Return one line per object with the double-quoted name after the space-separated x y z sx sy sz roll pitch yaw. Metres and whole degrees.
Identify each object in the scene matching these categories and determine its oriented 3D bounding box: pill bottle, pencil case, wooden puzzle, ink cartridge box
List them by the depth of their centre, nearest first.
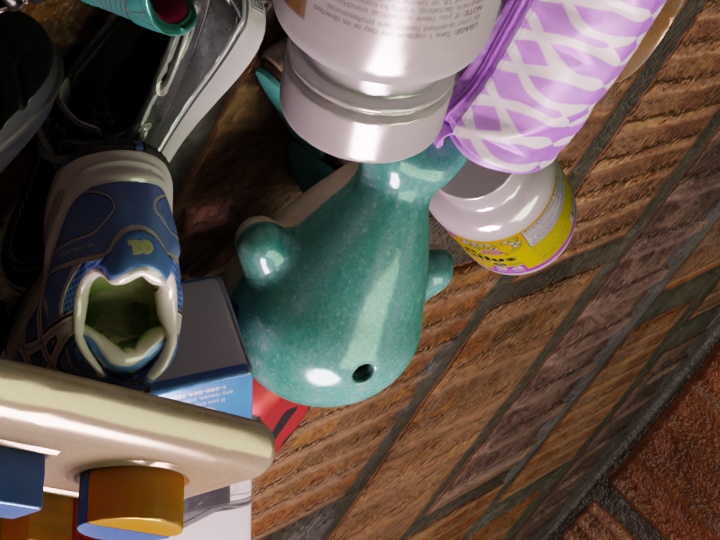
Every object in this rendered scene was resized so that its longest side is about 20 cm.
0.016 -0.156 0.689 0.114 0.114 0.201 -31 150 -35 "pill bottle"
-0.169 0.110 0.695 0.185 0.047 0.199 20 144 -41 "wooden puzzle"
0.110 -0.140 0.750 0.085 0.084 0.200 -12 146 -33 "pencil case"
-0.143 0.113 0.858 0.144 0.084 0.201 -12 137 -16 "ink cartridge box"
0.106 -0.065 1.100 0.104 0.104 0.200 -46 160 2 "pill bottle"

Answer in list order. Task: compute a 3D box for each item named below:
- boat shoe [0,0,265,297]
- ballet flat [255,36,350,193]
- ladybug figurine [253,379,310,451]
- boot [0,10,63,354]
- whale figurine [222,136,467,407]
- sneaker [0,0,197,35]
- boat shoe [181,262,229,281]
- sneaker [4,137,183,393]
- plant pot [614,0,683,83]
-0.126 -0.067 0.686 0.200 0.072 0.068 -49 154 18 "boat shoe"
-0.011 -0.089 0.880 0.067 0.068 0.200 -44 161 -11 "ballet flat"
-0.087 0.098 1.078 0.135 0.072 0.201 -18 147 -52 "ladybug figurine"
-0.197 -0.014 0.634 0.200 0.077 0.168 -37 156 -5 "boot"
0.000 0.000 0.849 0.158 0.104 0.200 10 127 -36 "whale figurine"
-0.120 -0.118 0.526 0.200 0.121 0.084 -47 160 4 "sneaker"
-0.104 0.032 0.936 0.199 0.074 0.069 -31 136 -20 "boat shoe"
-0.129 0.035 0.683 0.075 0.077 0.201 -3 135 -20 "sneaker"
0.176 -0.221 0.902 0.200 0.027 0.201 -165 -90 -79 "plant pot"
